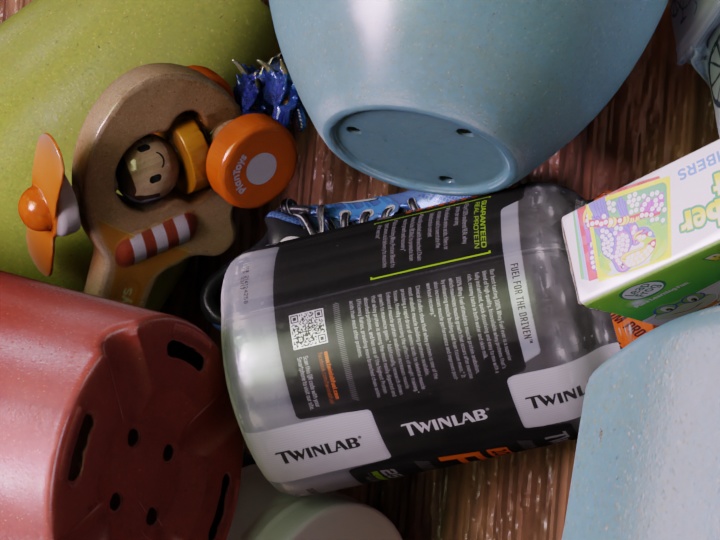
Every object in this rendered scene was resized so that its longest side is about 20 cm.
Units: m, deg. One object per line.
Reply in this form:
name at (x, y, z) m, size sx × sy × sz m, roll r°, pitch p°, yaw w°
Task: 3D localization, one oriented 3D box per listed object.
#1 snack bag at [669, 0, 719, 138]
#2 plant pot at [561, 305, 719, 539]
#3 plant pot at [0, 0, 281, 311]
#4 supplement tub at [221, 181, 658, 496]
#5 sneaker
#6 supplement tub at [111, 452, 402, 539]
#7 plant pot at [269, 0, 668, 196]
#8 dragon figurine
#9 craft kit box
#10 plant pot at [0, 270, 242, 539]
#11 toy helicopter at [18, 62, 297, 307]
snack bag at (0.172, -0.136, 1.070) m, size 0.189 × 0.021 × 0.201 m, roll 109°, pitch 156°, yaw -66°
plant pot at (0.192, 0.113, 0.972) m, size 0.199 × 0.196 × 0.197 m, roll 4°, pitch 83°, yaw 45°
plant pot at (-0.134, -0.086, 1.316) m, size 0.200 × 0.187 × 0.187 m, roll -49°, pitch 53°, yaw 3°
supplement tub at (0.044, 0.030, 1.128) m, size 0.199 × 0.123 × 0.123 m, roll -13°, pitch 71°, yaw 14°
sneaker at (0.000, 0.000, 1.222) m, size 0.199 × 0.089 × 0.079 m, roll -24°, pitch 66°, yaw 33°
supplement tub at (-0.086, 0.159, 1.227) m, size 0.199 × 0.140 × 0.141 m, roll 11°, pitch 88°, yaw 41°
plant pot at (0.042, -0.114, 1.099) m, size 0.199 × 0.200 × 0.135 m, roll -5°, pitch 63°, yaw 40°
dragon figurine at (0.002, -0.154, 1.246) m, size 0.059 × 0.099 × 0.201 m, roll 29°, pitch 100°, yaw 40°
craft kit box at (0.217, -0.022, 0.970) m, size 0.199 × 0.197 × 0.049 m, roll -26°, pitch 66°, yaw 33°
plant pot at (-0.173, 0.084, 1.122) m, size 0.194 × 0.200 × 0.202 m, roll 8°, pitch 86°, yaw 31°
toy helicopter at (-0.124, -0.010, 1.211) m, size 0.079 × 0.132 × 0.201 m, roll 39°, pitch 118°, yaw 44°
